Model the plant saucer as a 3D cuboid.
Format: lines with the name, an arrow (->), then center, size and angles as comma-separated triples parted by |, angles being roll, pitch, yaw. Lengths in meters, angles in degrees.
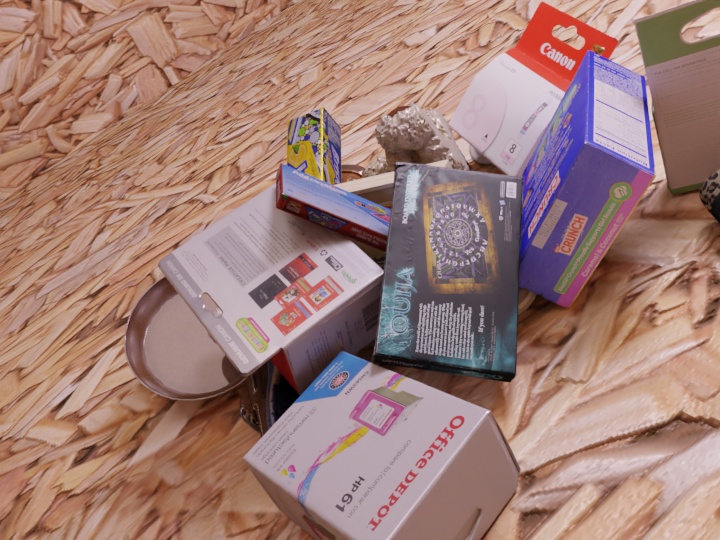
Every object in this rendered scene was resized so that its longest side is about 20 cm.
plant saucer -> -0.203, 0.080, 0.913 | 0.194, 0.032, 0.205 | -2, 55, 3

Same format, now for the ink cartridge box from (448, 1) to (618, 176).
ink cartridge box -> 0.217, -0.239, 0.925 | 0.163, 0.056, 0.204 | 52, 125, 45

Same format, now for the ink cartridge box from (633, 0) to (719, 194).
ink cartridge box -> 0.362, -0.183, 0.700 | 0.142, 0.203, 0.048 | -11, 33, 28

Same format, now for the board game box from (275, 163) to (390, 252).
board game box -> 0.001, -0.057, 0.772 | 0.020, 0.195, 0.104 | -62, 17, 21

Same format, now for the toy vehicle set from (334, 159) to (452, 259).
toy vehicle set -> 0.042, -0.059, 0.879 | 0.196, 0.126, 0.027 | -7, 35, 34

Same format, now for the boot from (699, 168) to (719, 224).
boot -> 0.407, -0.062, 0.609 | 0.199, 0.075, 0.155 | -20, 29, 19

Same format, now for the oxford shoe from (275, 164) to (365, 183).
oxford shoe -> -0.074, -0.124, 1.144 | 0.196, 0.072, 0.072 | -2, 44, 38

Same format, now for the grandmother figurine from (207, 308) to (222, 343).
grandmother figurine -> -0.097, 0.043, 0.883 | 0.195, 0.061, 0.123 | -22, 64, -10

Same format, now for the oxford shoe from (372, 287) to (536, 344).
oxford shoe -> 0.093, 0.036, 0.761 | 0.195, 0.059, 0.076 | -17, 30, 21

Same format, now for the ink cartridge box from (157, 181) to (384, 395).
ink cartridge box -> -0.092, 0.022, 0.751 | 0.174, 0.085, 0.200 | -34, 51, -18

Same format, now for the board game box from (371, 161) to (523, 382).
board game box -> 0.086, -0.004, 0.680 | 0.131, 0.028, 0.206 | 8, 67, 1

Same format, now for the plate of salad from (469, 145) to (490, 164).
plate of salad -> 0.231, -0.238, 1.023 | 0.201, 0.047, 0.203 | -50, 24, 30

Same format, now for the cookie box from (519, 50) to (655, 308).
cookie box -> 0.223, -0.096, 0.727 | 0.073, 0.174, 0.202 | 21, 42, 1

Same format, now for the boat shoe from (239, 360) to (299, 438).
boat shoe -> -0.090, 0.140, 0.768 | 0.072, 0.072, 0.202 | -39, 30, 20

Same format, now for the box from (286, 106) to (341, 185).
box -> -0.070, -0.138, 1.074 | 0.068, 0.064, 0.206 | -14, 62, 25

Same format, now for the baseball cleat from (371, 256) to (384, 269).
baseball cleat -> 0.000, 0.000, 0.839 | 0.197, 0.070, 0.108 | -28, 66, -16

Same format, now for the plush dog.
plush dog -> 0.060, -0.118, 0.977 | 0.170, 0.163, 0.200 | -34, -2, 20

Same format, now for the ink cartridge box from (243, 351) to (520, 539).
ink cartridge box -> 0.014, 0.167, 0.605 | 0.144, 0.086, 0.198 | -44, 34, -24
